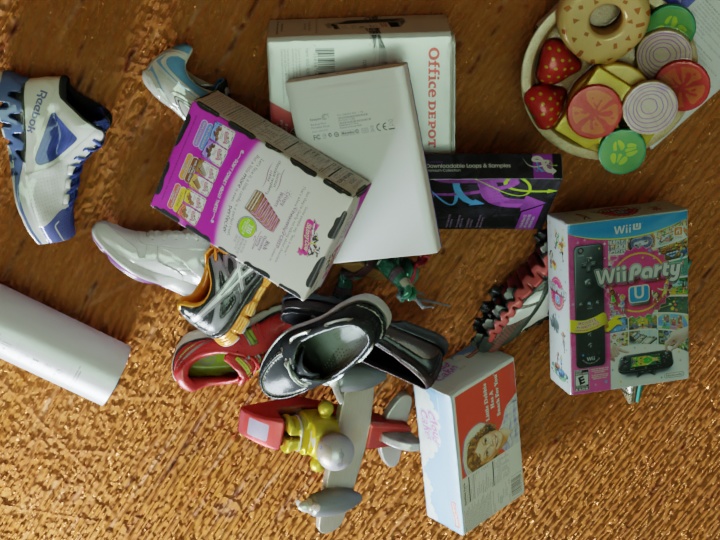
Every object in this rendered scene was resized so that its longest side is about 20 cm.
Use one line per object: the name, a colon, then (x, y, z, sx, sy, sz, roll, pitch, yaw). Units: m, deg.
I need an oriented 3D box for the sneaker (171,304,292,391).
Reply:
sneaker: (-0.127, 0.102, 1.627, 0.199, 0.085, 0.077, -17, 116, 6)

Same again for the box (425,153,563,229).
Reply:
box: (0.115, -0.086, 1.531, 0.199, 0.036, 0.143, 1, 159, -2)

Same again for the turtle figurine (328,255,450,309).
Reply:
turtle figurine: (0.000, 0.000, 1.582, 0.199, 0.101, 0.150, 19, 155, -23)

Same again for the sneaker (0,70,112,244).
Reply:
sneaker: (-0.326, -0.128, 1.514, 0.115, 0.081, 0.200, -7, 114, 3)

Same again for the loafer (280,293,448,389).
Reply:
loafer: (0.000, 0.080, 1.565, 0.199, 0.063, 0.072, 16, 156, 1)

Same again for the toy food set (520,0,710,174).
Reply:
toy food set: (0.273, -0.210, 1.475, 0.197, 0.049, 0.200, 28, 111, -14)

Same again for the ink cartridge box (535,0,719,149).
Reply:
ink cartridge box: (0.329, -0.268, 1.499, 0.200, 0.047, 0.198, -43, 108, 14)

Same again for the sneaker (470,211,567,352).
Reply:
sneaker: (0.214, 0.031, 1.616, 0.098, 0.071, 0.201, 34, 108, -14)

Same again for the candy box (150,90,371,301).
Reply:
candy box: (-0.106, -0.080, 1.445, 0.200, 0.061, 0.137, 32, 117, 9)

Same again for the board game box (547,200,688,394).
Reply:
board game box: (0.292, 0.030, 1.555, 0.147, 0.064, 0.201, -7, 105, -11)

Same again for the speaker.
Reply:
speaker: (-0.373, 0.083, 1.610, 0.199, 0.081, 0.081, 27, 111, -14)

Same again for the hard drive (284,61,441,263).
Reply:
hard drive: (0.004, -0.110, 1.442, 0.131, 0.025, 0.201, -5, 108, 20)

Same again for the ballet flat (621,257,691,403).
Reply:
ballet flat: (0.331, 0.058, 1.646, 0.075, 0.068, 0.201, 20, 108, 12)

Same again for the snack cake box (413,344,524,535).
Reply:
snack cake box: (0.133, 0.204, 1.665, 0.115, 0.067, 0.201, -26, 121, -35)

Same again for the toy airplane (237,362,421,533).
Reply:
toy airplane: (-0.021, 0.200, 1.645, 0.199, 0.141, 0.200, -34, 108, 6)

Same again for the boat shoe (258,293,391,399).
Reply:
boat shoe: (-0.051, 0.093, 1.527, 0.076, 0.060, 0.200, 44, 125, -7)

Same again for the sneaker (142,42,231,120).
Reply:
sneaker: (-0.156, -0.162, 1.513, 0.072, 0.072, 0.200, -37, 115, 5)

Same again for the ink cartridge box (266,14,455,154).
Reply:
ink cartridge box: (0.001, -0.197, 1.494, 0.199, 0.083, 0.147, -2, 115, -1)

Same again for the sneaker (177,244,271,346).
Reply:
sneaker: (-0.133, -0.014, 1.528, 0.077, 0.078, 0.201, 27, 94, -21)

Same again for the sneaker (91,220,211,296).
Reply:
sneaker: (-0.211, -0.023, 1.583, 0.199, 0.075, 0.100, 25, 98, -18)
